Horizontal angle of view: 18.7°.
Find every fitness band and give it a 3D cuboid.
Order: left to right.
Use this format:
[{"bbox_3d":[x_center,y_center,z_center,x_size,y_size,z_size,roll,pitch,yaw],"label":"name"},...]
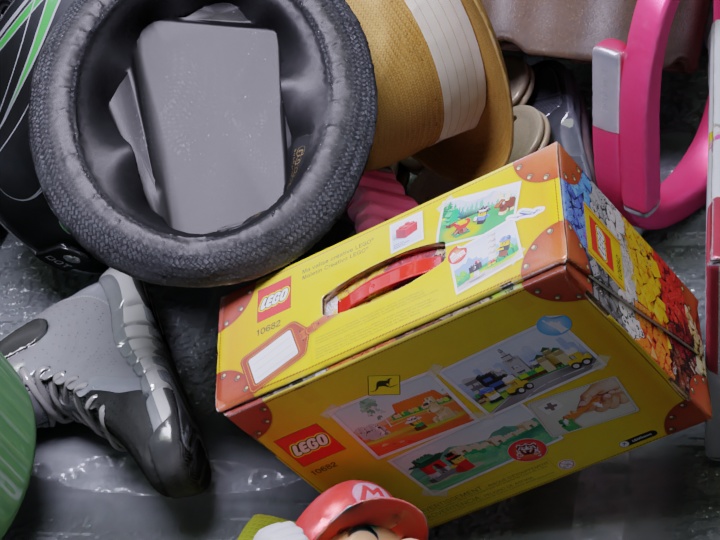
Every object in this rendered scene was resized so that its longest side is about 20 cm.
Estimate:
[{"bbox_3d":[0.185,-0.112,1.242,0.037,0.201,0.144,25,50,31],"label":"fitness band"}]

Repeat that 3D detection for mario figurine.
[{"bbox_3d":[0.012,0.180,1.019,0.106,0.124,0.201,-13,50,7],"label":"mario figurine"}]

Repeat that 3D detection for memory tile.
[{"bbox_3d":[0.054,-0.030,1.277,0.153,0.017,0.200,-35,38,20],"label":"memory tile"}]

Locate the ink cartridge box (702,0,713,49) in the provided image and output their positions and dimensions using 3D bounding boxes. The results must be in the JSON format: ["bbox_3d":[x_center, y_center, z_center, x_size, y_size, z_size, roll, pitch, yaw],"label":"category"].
[{"bbox_3d":[0.300,-0.191,1.387,0.200,0.085,0.144,26,55,38],"label":"ink cartridge box"}]

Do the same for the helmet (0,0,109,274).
[{"bbox_3d":[-0.129,-0.111,1.301,0.191,0.200,0.200,-42,26,36],"label":"helmet"}]

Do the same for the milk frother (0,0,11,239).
[{"bbox_3d":[-0.310,-0.102,1.434,0.187,0.181,0.200,2,0,16],"label":"milk frother"}]

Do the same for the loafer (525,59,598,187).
[{"bbox_3d":[0.119,-0.037,1.283,0.072,0.063,0.201,-25,42,30],"label":"loafer"}]

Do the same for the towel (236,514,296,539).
[{"bbox_3d":[-0.063,0.202,1.097,0.086,0.018,0.200,11,47,24],"label":"towel"}]

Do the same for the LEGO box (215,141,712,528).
[{"bbox_3d":[0.051,0.043,1.089,0.199,0.149,0.077,-24,45,25],"label":"LEGO box"}]

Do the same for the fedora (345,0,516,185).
[{"bbox_3d":[0.003,-0.122,1.225,0.082,0.201,0.200,-33,45,-22],"label":"fedora"}]

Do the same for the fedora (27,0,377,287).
[{"bbox_3d":[-0.080,-0.071,1.155,0.200,0.092,0.201,-1,65,1],"label":"fedora"}]

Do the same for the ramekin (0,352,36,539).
[{"bbox_3d":[-0.271,0.095,1.176,0.199,0.098,0.201,-16,51,20],"label":"ramekin"}]

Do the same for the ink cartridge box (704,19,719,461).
[{"bbox_3d":[0.226,-0.020,1.168,0.082,0.146,0.200,0,43,10],"label":"ink cartridge box"}]

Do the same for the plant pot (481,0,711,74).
[{"bbox_3d":[0.142,-0.224,1.309,0.199,0.199,0.200,6,8,-1],"label":"plant pot"}]

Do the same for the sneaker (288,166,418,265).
[{"bbox_3d":[0.000,0.000,1.249,0.079,0.096,0.200,15,21,-29],"label":"sneaker"}]

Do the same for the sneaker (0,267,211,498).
[{"bbox_3d":[-0.155,0.080,1.226,0.115,0.075,0.200,-22,32,-3],"label":"sneaker"}]
